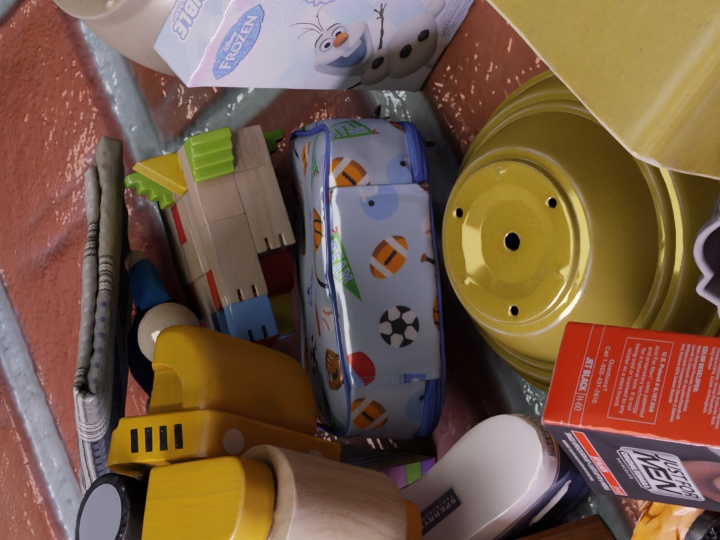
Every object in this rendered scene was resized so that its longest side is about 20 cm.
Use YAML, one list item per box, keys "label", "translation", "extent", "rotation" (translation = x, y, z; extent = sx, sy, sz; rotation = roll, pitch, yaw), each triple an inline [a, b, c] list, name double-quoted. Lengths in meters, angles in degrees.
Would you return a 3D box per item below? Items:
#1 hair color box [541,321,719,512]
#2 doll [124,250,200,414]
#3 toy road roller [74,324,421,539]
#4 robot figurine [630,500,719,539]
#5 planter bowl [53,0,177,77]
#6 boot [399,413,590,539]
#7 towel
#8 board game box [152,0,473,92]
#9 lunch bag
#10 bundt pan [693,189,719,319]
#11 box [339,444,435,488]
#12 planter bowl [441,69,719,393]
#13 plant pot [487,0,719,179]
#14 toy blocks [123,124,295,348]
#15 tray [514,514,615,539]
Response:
- label: "hair color box"
  translation: [0.202, 0.081, 0.953]
  extent: [0.199, 0.102, 0.062]
  rotation: [5, 65, 28]
- label: "doll"
  translation: [-0.128, 0.052, 1.243]
  extent: [0.200, 0.048, 0.137]
  rotation: [119, 139, -79]
- label: "toy road roller"
  translation: [-0.063, 0.104, 1.061]
  extent: [0.199, 0.122, 0.147]
  rotation: [-11, 67, 50]
- label: "robot figurine"
  translation: [0.185, 0.199, 1.046]
  extent: [0.145, 0.058, 0.201]
  rotation: [38, 117, 34]
- label: "planter bowl"
  translation: [-0.127, -0.220, 1.239]
  extent: [0.199, 0.134, 0.202]
  rotation: [5, 98, 41]
- label: "boot"
  translation: [0.047, 0.159, 1.110]
  extent: [0.200, 0.090, 0.073]
  rotation: [-35, 62, 19]
- label: "towel"
  translation: [-0.174, 0.041, 1.261]
  extent: [0.193, 0.034, 0.201]
  rotation: [96, 175, -59]
- label: "board game box"
  translation: [0.005, -0.192, 1.079]
  extent: [0.043, 0.198, 0.200]
  rotation: [48, 122, 28]
- label: "lunch bag"
  translation: [0.000, 0.000, 1.154]
  extent: [0.160, 0.075, 0.201]
  rotation: [-176, 84, -79]
- label: "bundt pan"
  translation: [0.260, -0.022, 0.887]
  extent: [0.201, 0.202, 0.076]
  rotation: [-15, 47, 42]
- label: "box"
  translation: [-0.053, 0.204, 1.235]
  extent: [0.199, 0.096, 0.177]
  rotation: [1, 94, 43]
- label: "planter bowl"
  translation: [0.107, -0.019, 1.080]
  extent: [0.200, 0.083, 0.202]
  rotation: [4, 96, 42]
- label: "plant pot"
  translation: [0.180, -0.182, 0.937]
  extent: [0.196, 0.194, 0.200]
  rotation: [50, 114, 27]
- label: "toy blocks"
  translation: [-0.082, -0.008, 1.212]
  extent: [0.200, 0.099, 0.138]
  rotation: [157, 97, -75]
- label: "tray"
  translation: [0.055, 0.193, 1.066]
  extent: [0.099, 0.199, 0.037]
  rotation: [-50, 64, 33]
